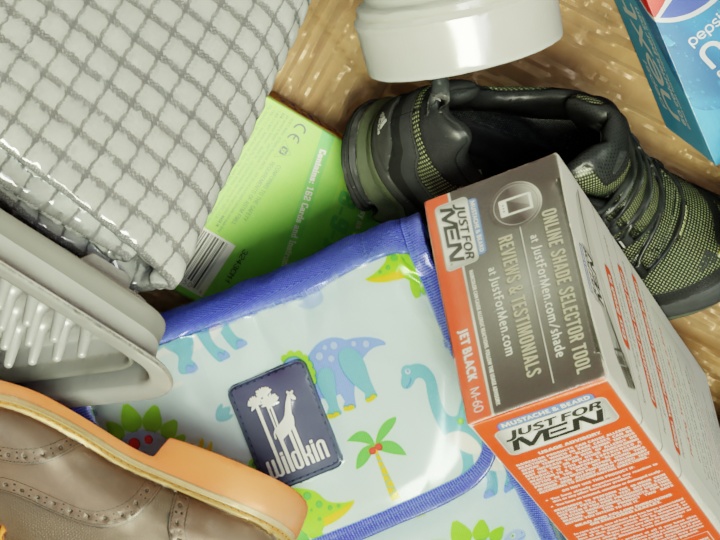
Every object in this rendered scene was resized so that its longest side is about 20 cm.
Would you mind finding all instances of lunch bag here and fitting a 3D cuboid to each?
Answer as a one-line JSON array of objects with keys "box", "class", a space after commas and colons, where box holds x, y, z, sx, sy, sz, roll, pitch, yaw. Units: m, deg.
[{"box": [-0.012, 0.087, 1.178, 0.170, 0.128, 0.200, -23, 116, 7], "class": "lunch bag"}]

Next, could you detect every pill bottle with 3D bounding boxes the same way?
[{"box": [0.022, -0.182, 1.108, 0.112, 0.112, 0.200, -15, 104, -7], "class": "pill bottle"}]

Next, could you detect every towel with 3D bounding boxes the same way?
[{"box": [-0.132, -0.102, 1.092, 0.200, 0.086, 0.166, 36, 63, -21], "class": "towel"}]

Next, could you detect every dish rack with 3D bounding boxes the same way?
[{"box": [-0.180, -0.005, 1.054, 0.200, 0.171, 0.044, 35, 59, -39], "class": "dish rack"}]

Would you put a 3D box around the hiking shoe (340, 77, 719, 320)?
[{"box": [0.095, -0.029, 1.179, 0.200, 0.101, 0.076, 16, 72, -23], "class": "hiking shoe"}]

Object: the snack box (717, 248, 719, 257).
[{"box": [0.278, -0.024, 1.152, 0.169, 0.068, 0.200, 41, 130, -4], "class": "snack box"}]

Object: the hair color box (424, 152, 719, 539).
[{"box": [0.098, 0.053, 1.154, 0.064, 0.111, 0.200, -20, 144, 14], "class": "hair color box"}]

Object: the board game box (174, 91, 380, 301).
[{"box": [0.000, 0.000, 1.221, 0.200, 0.030, 0.096, 31, 100, -18], "class": "board game box"}]

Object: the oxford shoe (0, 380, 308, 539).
[{"box": [-0.125, 0.092, 1.090, 0.200, 0.071, 0.073, 16, 71, 8], "class": "oxford shoe"}]

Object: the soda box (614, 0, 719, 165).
[{"box": [0.132, -0.151, 1.177, 0.064, 0.068, 0.200, -27, 112, -3], "class": "soda box"}]
